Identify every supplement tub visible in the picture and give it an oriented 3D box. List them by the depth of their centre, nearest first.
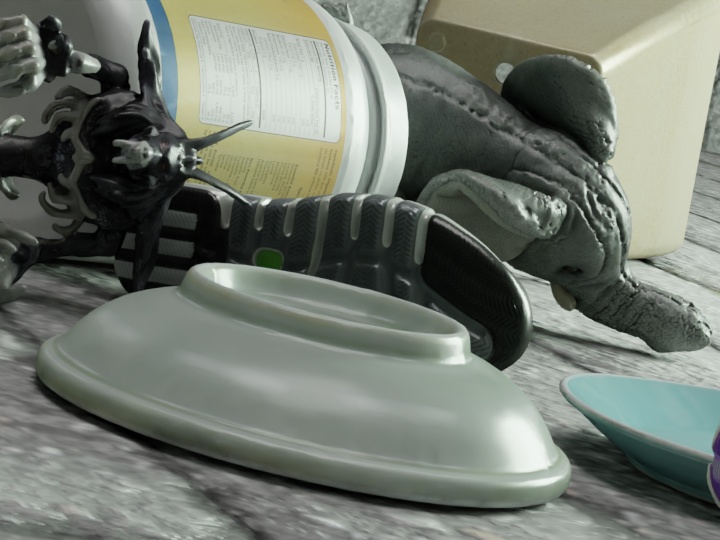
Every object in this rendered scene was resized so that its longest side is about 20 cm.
[{"bbox_3d":[-0.087,-0.073,1.277,0.144,0.146,0.199,19,9,42],"label":"supplement tub"}]

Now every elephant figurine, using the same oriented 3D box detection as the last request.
[{"bbox_3d":[0.082,-0.046,1.388,0.199,0.143,0.155,12,0,30],"label":"elephant figurine"}]

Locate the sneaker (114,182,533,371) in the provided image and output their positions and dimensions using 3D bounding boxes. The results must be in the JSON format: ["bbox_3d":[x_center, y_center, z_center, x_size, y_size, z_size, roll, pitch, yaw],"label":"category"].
[{"bbox_3d":[0.000,0.000,1.169,0.199,0.076,0.115,15,5,25],"label":"sneaker"}]

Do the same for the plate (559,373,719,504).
[{"bbox_3d":[0.173,0.079,1.057,0.199,0.026,0.200,13,6,-1],"label":"plate"}]

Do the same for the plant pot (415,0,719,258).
[{"bbox_3d":[0.125,-0.110,1.852,0.199,0.201,0.177,15,19,19],"label":"plant pot"}]

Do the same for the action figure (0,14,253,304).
[{"bbox_3d":[-0.145,-0.046,1.094,0.198,0.120,0.102,1,5,1],"label":"action figure"}]

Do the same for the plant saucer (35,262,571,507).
[{"bbox_3d":[-0.016,0.034,0.961,0.199,0.051,0.200,14,7,-2],"label":"plant saucer"}]

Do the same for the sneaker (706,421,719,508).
[{"bbox_3d":[0.208,0.084,0.875,0.199,0.081,0.083,17,13,22],"label":"sneaker"}]
